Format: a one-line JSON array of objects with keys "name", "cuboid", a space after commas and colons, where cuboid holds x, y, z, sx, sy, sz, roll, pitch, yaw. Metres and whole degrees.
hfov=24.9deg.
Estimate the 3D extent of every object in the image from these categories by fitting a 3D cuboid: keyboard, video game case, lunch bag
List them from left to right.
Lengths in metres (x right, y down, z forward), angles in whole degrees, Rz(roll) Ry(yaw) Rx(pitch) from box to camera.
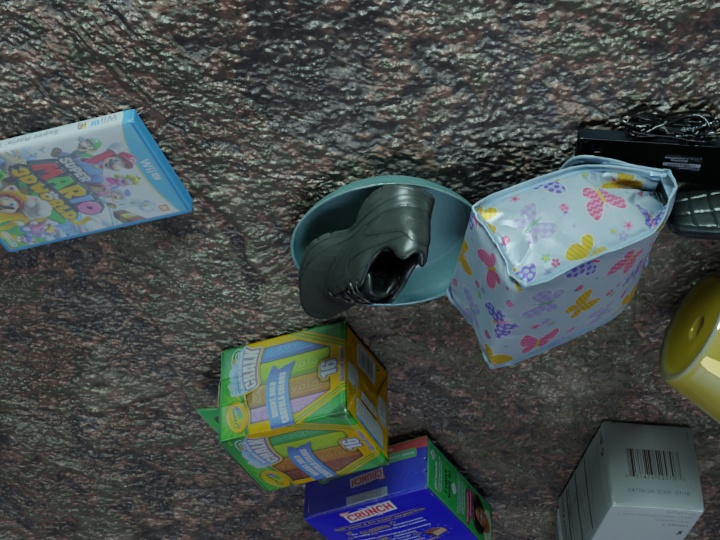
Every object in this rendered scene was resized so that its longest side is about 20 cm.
[{"name": "video game case", "cuboid": [-0.279, -0.083, 1.561, 0.200, 0.018, 0.143, -12, 142, 13]}, {"name": "lunch bag", "cuboid": [0.197, -0.017, 1.563, 0.200, 0.127, 0.170, -20, 154, -17]}, {"name": "keyboard", "cuboid": [0.302, -0.120, 1.524, 0.200, 0.040, 0.104, 4, 155, 4]}]

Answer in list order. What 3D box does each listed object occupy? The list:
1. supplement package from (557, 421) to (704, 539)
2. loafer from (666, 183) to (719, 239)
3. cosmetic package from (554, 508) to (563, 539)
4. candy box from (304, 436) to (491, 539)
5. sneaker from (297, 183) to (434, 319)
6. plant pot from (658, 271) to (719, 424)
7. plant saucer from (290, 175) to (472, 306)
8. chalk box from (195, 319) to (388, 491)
[{"name": "supplement package", "cuboid": [0.328, 0.288, 1.999, 0.117, 0.117, 0.200, 4, 144, -8]}, {"name": "loafer", "cuboid": [0.394, -0.053, 1.583, 0.200, 0.073, 0.072, -4, 148, 5]}, {"name": "cosmetic package", "cuboid": [0.302, 0.406, 2.169, 0.085, 0.108, 0.200, -3, 142, 3]}, {"name": "candy box", "cuboid": [0.049, 0.300, 2.028, 0.169, 0.077, 0.200, -17, 142, 21]}, {"name": "sneaker", "cuboid": [0.000, 0.000, 1.563, 0.076, 0.091, 0.200, 16, 141, -25]}, {"name": "plant pot", "cuboid": [0.425, 0.096, 1.700, 0.189, 0.201, 0.201, 26, 138, -9]}, {"name": "plant saucer", "cuboid": [0.030, -0.036, 1.621, 0.200, 0.036, 0.200, -1, 143, -1]}, {"name": "chalk box", "cuboid": [-0.082, 0.156, 1.802, 0.200, 0.124, 0.124, -16, 141, 19]}]
